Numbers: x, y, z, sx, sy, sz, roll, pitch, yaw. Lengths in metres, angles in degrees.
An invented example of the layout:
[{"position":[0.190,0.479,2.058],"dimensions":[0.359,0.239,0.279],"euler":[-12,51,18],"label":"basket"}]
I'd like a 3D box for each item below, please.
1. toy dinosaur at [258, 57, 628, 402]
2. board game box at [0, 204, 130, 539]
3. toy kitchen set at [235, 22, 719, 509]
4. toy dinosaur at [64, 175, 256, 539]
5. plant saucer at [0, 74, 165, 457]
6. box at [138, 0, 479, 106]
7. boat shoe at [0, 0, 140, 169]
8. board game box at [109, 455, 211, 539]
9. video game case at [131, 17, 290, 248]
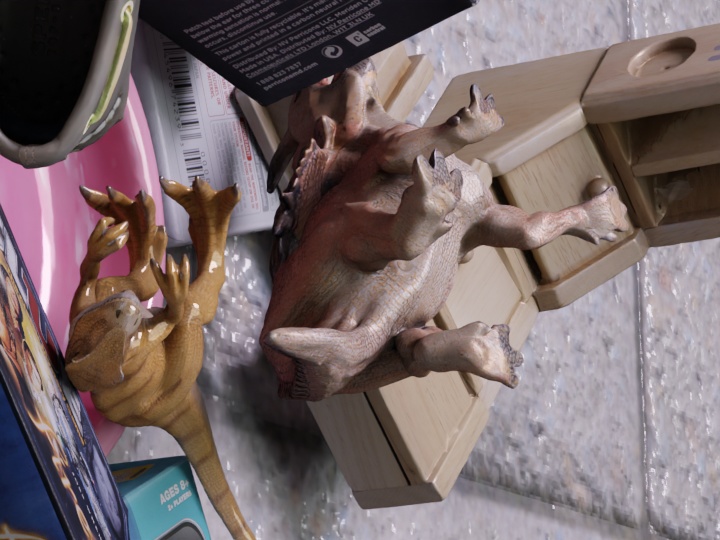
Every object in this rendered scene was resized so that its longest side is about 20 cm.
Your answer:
[{"position":[0.000,0.000,0.992],"dimensions":[0.086,0.135,0.200],"euler":[57,37,-19],"label":"toy dinosaur"},{"position":[-0.114,0.013,0.808],"dimensions":[0.136,0.035,0.200],"euler":[-109,179,-71],"label":"board game box"},{"position":[0.073,-0.040,1.115],"dimensions":[0.163,0.180,0.200],"euler":[64,35,-26],"label":"toy kitchen set"},{"position":[-0.069,0.028,0.936],"dimensions":[0.200,0.060,0.106],"euler":[52,44,-68],"label":"toy dinosaur"},{"position":[-0.138,-0.021,0.923],"dimensions":[0.200,0.051,0.201],"euler":[24,62,-56],"label":"plant saucer"},{"position":[-0.052,-0.196,1.017],"dimensions":[0.182,0.104,0.200],"euler":[36,44,-40],"label":"box"},{"position":[-0.092,-0.130,0.859],"dimensions":[0.060,0.072,0.202],"euler":[-98,-169,-75],"label":"boat shoe"},{"position":[-0.086,0.182,0.958],"dimensions":[0.151,0.047,0.200],"euler":[-32,110,-58],"label":"board game box"},{"position":[-0.049,-0.115,1.131],"dimensions":[0.182,0.022,0.200],"euler":[-13,92,-60],"label":"video game case"}]
